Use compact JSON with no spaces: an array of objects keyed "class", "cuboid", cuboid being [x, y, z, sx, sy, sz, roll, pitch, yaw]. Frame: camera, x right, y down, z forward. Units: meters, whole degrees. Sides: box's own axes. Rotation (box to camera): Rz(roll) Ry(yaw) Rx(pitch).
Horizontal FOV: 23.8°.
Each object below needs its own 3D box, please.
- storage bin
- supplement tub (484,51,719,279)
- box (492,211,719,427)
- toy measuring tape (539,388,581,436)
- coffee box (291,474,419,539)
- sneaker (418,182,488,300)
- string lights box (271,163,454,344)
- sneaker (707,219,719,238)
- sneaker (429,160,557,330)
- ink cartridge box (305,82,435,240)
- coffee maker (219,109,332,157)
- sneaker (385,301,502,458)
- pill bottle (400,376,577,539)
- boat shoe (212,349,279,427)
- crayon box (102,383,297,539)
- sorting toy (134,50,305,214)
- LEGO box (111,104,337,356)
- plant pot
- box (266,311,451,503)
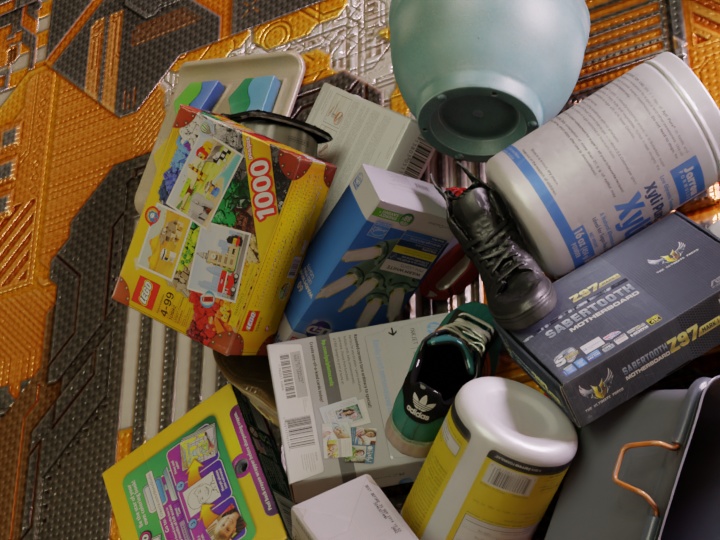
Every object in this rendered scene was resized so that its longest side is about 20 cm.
[{"class":"storage bin","cuboid":[0.236,0.186,1.415,0.134,0.145,0.201,1,64,46]},{"class":"supplement tub","cuboid":[0.226,-0.094,1.557,0.199,0.132,0.132,-32,49,0]},{"class":"box","cuboid":[0.232,0.038,1.472,0.199,0.051,0.158,-29,25,-5]},{"class":"toy measuring tape","cuboid":[0.209,0.090,1.534,0.073,0.074,0.201,5,56,36]},{"class":"coffee box","cuboid":[0.002,0.290,1.459,0.079,0.201,0.113,-21,44,-21]},{"class":"sneaker","cuboid":[0.112,-0.075,1.684,0.200,0.078,0.116,-39,50,7]},{"class":"string lights box","cuboid":[0.000,0.000,1.649,0.200,0.102,0.059,-56,38,28]},{"class":"sneaker","cuboid":[0.396,-0.009,1.453,0.118,0.074,0.201,-39,50,5]},{"class":"sneaker","cuboid":[0.115,-0.025,1.528,0.060,0.104,0.200,-31,20,6]},{"class":"ink cartridge box","cuboid":[-0.011,-0.100,1.796,0.163,0.057,0.200,-64,28,4]},{"class":"coffee maker","cuboid":[-0.119,-0.048,1.783,0.192,0.134,0.201,150,130,-73]},{"class":"sneaker","cuboid":[0.087,0.080,1.530,0.071,0.080,0.200,27,41,6]},{"class":"pill bottle","cuboid":[0.099,0.200,1.468,0.112,0.112,0.201,50,127,42]},{"class":"boat shoe","cuboid":[-0.081,0.119,1.705,0.074,0.067,0.200,-35,42,-13]},{"class":"crayon box","cuboid":[-0.153,0.241,1.693,0.172,0.058,0.200,-36,49,13]},{"class":"sorting toy","cuboid":[-0.165,-0.158,1.948,0.184,0.036,0.201,-1,64,34]},{"class":"LEGO box","cuboid":[-0.131,-0.038,1.641,0.148,0.077,0.201,24,98,26]},{"class":"plant pot","cuboid":[0.119,-0.190,1.655,0.199,0.200,0.135,-12,53,29]},{"class":"box","cuboid":[0.021,0.124,1.596,0.199,0.041,0.157,-11,54,-2]}]
